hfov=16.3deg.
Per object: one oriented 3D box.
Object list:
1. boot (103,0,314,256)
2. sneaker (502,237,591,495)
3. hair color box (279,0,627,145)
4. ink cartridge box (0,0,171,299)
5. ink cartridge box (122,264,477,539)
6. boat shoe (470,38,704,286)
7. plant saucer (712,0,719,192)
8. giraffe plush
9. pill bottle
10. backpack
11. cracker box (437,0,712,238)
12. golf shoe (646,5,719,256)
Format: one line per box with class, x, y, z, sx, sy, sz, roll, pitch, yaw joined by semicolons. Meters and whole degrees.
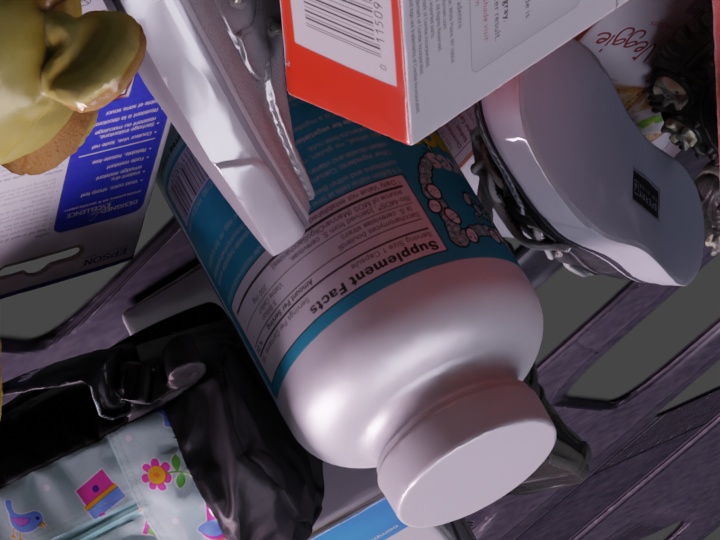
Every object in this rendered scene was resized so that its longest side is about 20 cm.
boot;-0.037;-0.101;0.860;0.095;0.074;0.200;-33;128;-7
sneaker;0.057;0.045;1.173;0.076;0.115;0.199;-11;160;16
hair color box;0.058;-0.140;0.859;0.200;0.064;0.111;-34;134;-34
ink cartridge box;-0.117;-0.061;0.955;0.094;0.037;0.200;-17;149;-27
ink cartridge box;-0.020;0.090;1.195;0.084;0.145;0.200;-31;154;3
boat shoe;0.079;-0.041;1.031;0.068;0.074;0.199;-3;167;26
plant saucer;0.230;-0.105;0.972;0.199;0.037;0.200;-27;142;-11
giraffe plush;-0.151;-0.047;0.813;0.162;0.172;0.200;-52;-176;1
pill bottle;0.000;0.000;0.994;0.111;0.200;0.111;-24;154;-12
backpack;-0.118;0.105;1.021;0.200;0.127;0.167;-27;177;6
cracker box;0.109;-0.096;1.100;0.134;0.058;0.200;2;140;-47
golf shoe;0.179;-0.073;1.093;0.088;0.077;0.200;-54;156;-15
